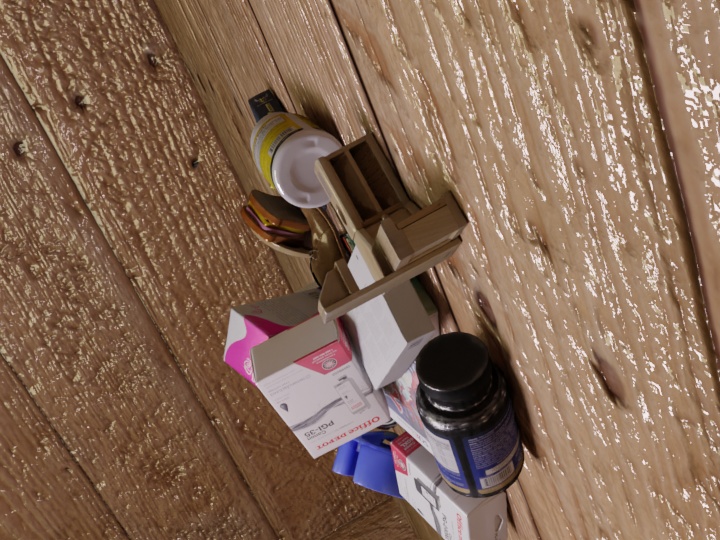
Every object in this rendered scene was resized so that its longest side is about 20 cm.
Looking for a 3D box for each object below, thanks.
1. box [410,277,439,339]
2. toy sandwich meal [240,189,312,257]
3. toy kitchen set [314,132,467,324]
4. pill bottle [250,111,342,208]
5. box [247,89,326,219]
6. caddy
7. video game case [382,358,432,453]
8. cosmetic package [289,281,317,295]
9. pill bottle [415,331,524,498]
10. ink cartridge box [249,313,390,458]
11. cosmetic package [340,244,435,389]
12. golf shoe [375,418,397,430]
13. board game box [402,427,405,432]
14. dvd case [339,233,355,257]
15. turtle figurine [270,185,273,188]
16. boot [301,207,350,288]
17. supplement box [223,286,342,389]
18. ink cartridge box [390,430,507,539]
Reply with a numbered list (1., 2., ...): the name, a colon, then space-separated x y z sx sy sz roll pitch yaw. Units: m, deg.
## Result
1. box: 0.053 0.023 1.234 0.201 0.036 0.145 56 169 29
2. toy sandwich meal: -0.138 -0.101 1.634 0.206 0.203 0.071 54 128 44
3. toy kitchen set: -0.009 -0.060 0.920 0.182 0.162 0.200 61 171 8
4. pill bottle: -0.100 -0.174 1.267 0.115 0.113 0.200 66 171 -27
5. box: -0.136 -0.213 1.567 0.158 0.051 0.201 58 170 33
6. caddy: 0.043 0.355 1.579 0.199 0.106 0.141 27 171 -38
7. video game case: 0.074 0.186 1.303 0.182 0.023 0.202 34 146 50
8. cosmetic package: -0.092 0.120 1.840 0.166 0.198 0.165 63 171 -7
9. pill bottle: 0.127 0.171 0.997 0.112 0.111 0.201 52 166 48
10. ink cartridge box: -0.058 0.176 1.289 0.201 0.145 0.083 59 -174 -37
11. cosmetic package: 0.027 0.062 1.174 0.152 0.051 0.200 61 158 17
12. golf shoe: -0.017 0.238 1.554 0.092 0.197 0.074 94 -170 -73
13. board game box: 0.098 0.253 1.606 0.202 0.055 0.196 63 171 -7
14. dvd case: 0.000 0.000 1.524 0.147 0.022 0.200 63 170 -4
15. turtle figurine: -0.149 -0.128 1.866 0.200 0.064 0.163 65 -175 -88
16. boot: -0.067 -0.038 1.492 0.202 0.075 0.074 62 173 10
17. supplement box: -0.115 0.107 1.390 0.101 0.199 0.105 30 117 36
18. ink cartridge box: 0.147 0.369 1.404 0.200 0.083 0.147 37 148 44
